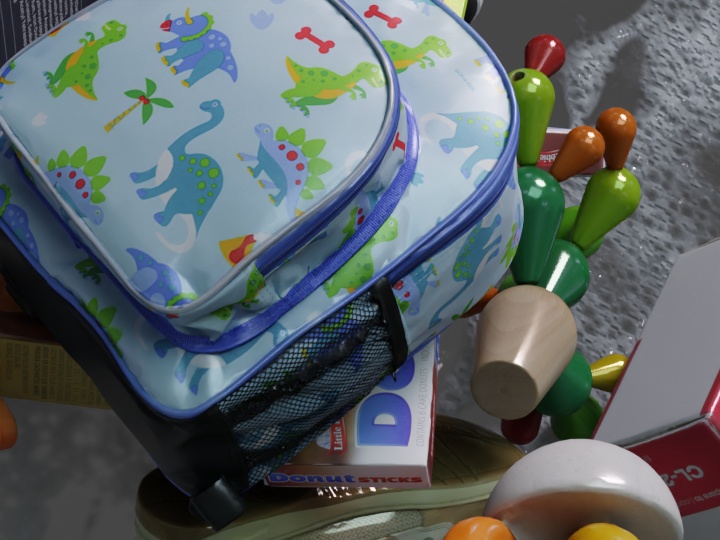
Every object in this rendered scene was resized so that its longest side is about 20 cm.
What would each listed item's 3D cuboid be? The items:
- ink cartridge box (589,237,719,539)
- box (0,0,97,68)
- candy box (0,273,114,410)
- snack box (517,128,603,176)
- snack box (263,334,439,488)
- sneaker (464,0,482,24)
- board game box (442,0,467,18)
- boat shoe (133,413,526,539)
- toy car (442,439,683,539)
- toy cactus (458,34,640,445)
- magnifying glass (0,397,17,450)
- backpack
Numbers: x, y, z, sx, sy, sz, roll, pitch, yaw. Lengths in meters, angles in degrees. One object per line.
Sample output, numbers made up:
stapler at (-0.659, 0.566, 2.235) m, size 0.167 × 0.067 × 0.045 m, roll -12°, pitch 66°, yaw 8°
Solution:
ink cartridge box at (0.217, 0.096, 1.087) m, size 0.200 × 0.083 × 0.146 m, roll 47°, pitch 48°, yaw -17°
box at (-0.204, -0.157, 1.048) m, size 0.147 × 0.105 × 0.200 m, roll 22°, pitch 49°, yaw 18°
candy box at (-0.080, 0.004, 1.033) m, size 0.199 × 0.057 × 0.117 m, roll 7°, pitch 55°, yaw -5°
snack box at (0.018, -0.060, 1.136) m, size 0.199 × 0.072 × 0.024 m, roll -1°, pitch 95°, yaw -26°
snack box at (0.000, 0.000, 0.992) m, size 0.071 × 0.024 × 0.201 m, roll 0°, pitch 58°, yaw 7°
sneaker at (-0.041, -0.131, 1.166) m, size 0.199 × 0.073 × 0.112 m, roll 17°, pitch 56°, yaw -4°
board game box at (0.006, -0.162, 1.121) m, size 0.101 × 0.048 × 0.201 m, roll 16°, pitch 51°, yaw -3°
boat shoe at (-0.012, 0.111, 1.027) m, size 0.200 × 0.063 × 0.073 m, roll -11°, pitch 31°, yaw -37°
toy car at (0.051, 0.175, 0.932) m, size 0.149 × 0.201 × 0.176 m, roll 4°, pitch 52°, yaw -3°
toy cactus at (0.076, 0.008, 1.060) m, size 0.102 × 0.201 × 0.165 m, roll 8°, pitch 31°, yaw 13°
magnifying glass at (-0.236, 0.082, 0.950) m, size 0.199 × 0.022 × 0.080 m, roll -10°, pitch 46°, yaw -36°
backpack at (-0.037, -0.037, 0.920) m, size 0.200 × 0.147 × 0.183 m, roll -34°, pitch 61°, yaw -16°
